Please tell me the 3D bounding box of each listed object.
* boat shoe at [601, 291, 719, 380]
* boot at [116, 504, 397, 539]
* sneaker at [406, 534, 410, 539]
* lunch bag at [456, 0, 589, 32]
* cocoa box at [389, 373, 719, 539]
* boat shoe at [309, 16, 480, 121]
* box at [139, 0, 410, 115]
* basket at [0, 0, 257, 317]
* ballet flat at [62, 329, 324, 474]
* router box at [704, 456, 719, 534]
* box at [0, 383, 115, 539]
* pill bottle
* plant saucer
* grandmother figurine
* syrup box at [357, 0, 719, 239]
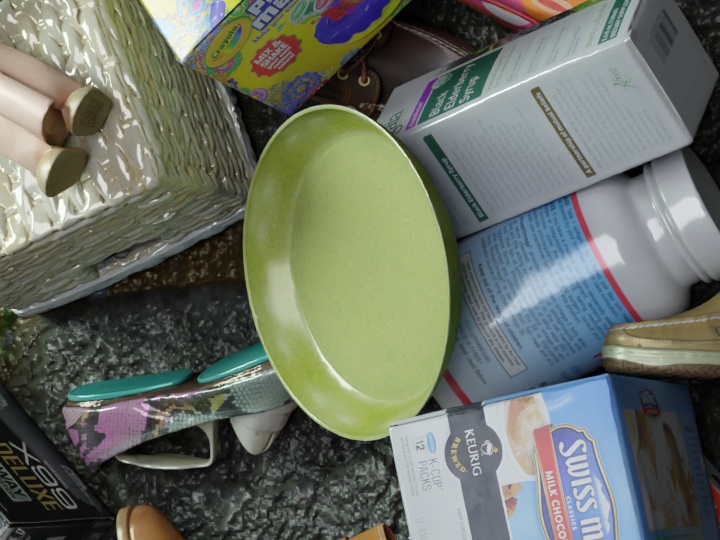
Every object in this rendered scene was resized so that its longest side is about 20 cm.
[{"bbox_3d":[0.235,0.025,1.644,0.200,0.072,0.076,-2,92,-16],"label":"boat shoe"},{"bbox_3d":[-0.048,0.199,1.768,0.155,0.074,0.200,-36,88,16],"label":"boot"},{"bbox_3d":[0.055,0.225,1.688,0.082,0.070,0.200,10,106,8],"label":"sneaker"},{"bbox_3d":[0.105,-0.241,1.737,0.200,0.082,0.176,27,92,19],"label":"lunch bag"},{"bbox_3d":[0.118,0.136,1.589,0.131,0.200,0.134,-14,82,18],"label":"cocoa box"},{"bbox_3d":[-0.010,-0.133,1.774,0.200,0.070,0.071,13,88,19],"label":"boat shoe"},{"bbox_3d":[-0.049,-0.239,1.690,0.200,0.122,0.193,-42,59,16],"label":"box"},{"bbox_3d":[-0.198,-0.099,1.792,0.198,0.161,0.200,-24,77,18],"label":"basket"},{"bbox_3d":[-0.096,0.088,1.800,0.200,0.069,0.071,-16,100,22],"label":"ballet flat"},{"bbox_3d":[0.160,0.195,1.702,0.180,0.049,0.200,-45,74,12],"label":"router box"},{"bbox_3d":[-0.265,0.105,1.805,0.050,0.158,0.200,-46,73,12],"label":"box"},{"bbox_3d":[0.126,0.007,1.695,0.200,0.109,0.109,-29,78,16],"label":"pill bottle"},{"bbox_3d":[0.000,0.000,1.673,0.200,0.031,0.200,14,108,51],"label":"plant saucer"},{"bbox_3d":[-0.249,-0.124,1.699,0.200,0.061,0.121,26,87,18],"label":"grandmother figurine"},{"bbox_3d":[0.104,-0.092,1.674,0.200,0.079,0.081,-21,115,32],"label":"syrup box"}]
